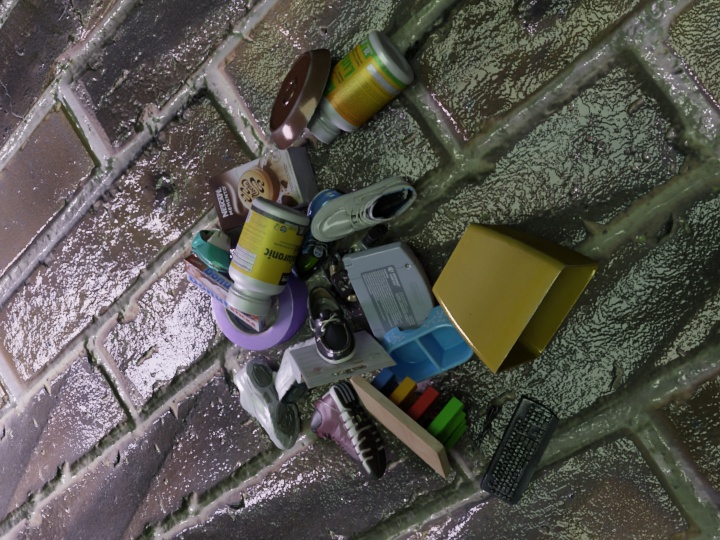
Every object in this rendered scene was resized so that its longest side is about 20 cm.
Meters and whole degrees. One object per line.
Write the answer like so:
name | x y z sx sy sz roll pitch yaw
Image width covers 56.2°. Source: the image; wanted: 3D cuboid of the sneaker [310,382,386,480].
sneaker | -0.032 0.335 1.347 0.115 0.075 0.201 -35 72 30

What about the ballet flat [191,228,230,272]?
ballet flat | -0.300 -0.051 1.370 0.071 0.067 0.200 -64 28 0

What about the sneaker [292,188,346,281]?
sneaker | -0.075 -0.062 1.283 0.078 0.089 0.201 17 116 -20

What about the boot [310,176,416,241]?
boot | 0.004 -0.108 1.202 0.199 0.096 0.074 -30 106 -2

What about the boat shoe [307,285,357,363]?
boat shoe | -0.056 0.094 1.229 0.073 0.200 0.061 -18 120 -1

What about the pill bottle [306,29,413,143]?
pill bottle | -0.011 -0.323 1.214 0.200 0.111 0.111 -36 82 25

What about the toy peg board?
toy peg board | 0.101 0.254 1.218 0.199 0.200 0.098 37 74 27

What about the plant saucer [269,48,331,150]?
plant saucer | -0.118 -0.320 1.234 0.200 0.034 0.201 -43 36 42

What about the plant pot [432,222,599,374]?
plant pot | 0.241 0.025 1.109 0.176 0.199 0.201 39 112 27

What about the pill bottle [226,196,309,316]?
pill bottle | -0.176 -0.024 1.239 0.111 0.111 0.201 25 99 20

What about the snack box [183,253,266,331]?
snack box | -0.270 0.044 1.346 0.199 0.024 0.072 33 147 18

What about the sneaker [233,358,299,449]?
sneaker | -0.201 0.287 1.421 0.099 0.078 0.201 -31 84 43

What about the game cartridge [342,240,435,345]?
game cartridge | 0.063 0.043 1.227 0.133 0.041 0.201 -11 118 22

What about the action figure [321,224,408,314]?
action figure | 0.000 0.000 1.281 0.130 0.069 0.200 49 129 4

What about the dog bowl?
dog bowl | 0.125 0.140 1.225 0.199 0.050 0.112 -29 112 26

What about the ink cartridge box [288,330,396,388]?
ink cartridge box | -0.035 0.172 1.210 0.159 0.200 0.048 -13 105 -13

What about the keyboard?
keyboard | 0.265 0.318 1.226 0.127 0.021 0.201 26 107 20

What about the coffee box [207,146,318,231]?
coffee box | -0.192 -0.160 1.340 0.199 0.080 0.114 -17 91 26

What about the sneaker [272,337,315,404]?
sneaker | -0.116 0.175 1.358 0.200 0.074 0.087 -50 52 13

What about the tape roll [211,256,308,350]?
tape roll | -0.208 0.060 1.388 0.199 0.066 0.202 4 100 25
